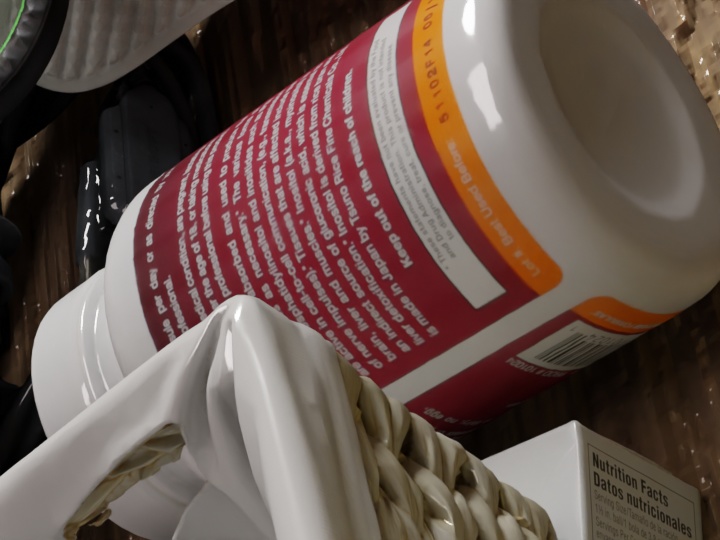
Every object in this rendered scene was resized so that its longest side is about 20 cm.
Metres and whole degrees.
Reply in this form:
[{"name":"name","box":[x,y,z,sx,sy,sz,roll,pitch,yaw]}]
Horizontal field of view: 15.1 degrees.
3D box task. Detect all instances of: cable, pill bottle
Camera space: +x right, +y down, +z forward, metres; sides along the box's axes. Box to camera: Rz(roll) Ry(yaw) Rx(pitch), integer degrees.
[{"name":"cable","box":[-0.112,-0.008,0.981,0.163,0.051,0.201,-47,36,30]},{"name":"pill bottle","box":[0.000,0.000,0.786,0.200,0.113,0.113,-32,46,32]}]

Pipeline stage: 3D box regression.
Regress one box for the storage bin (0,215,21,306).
[{"name":"storage bin","box":[-0.209,0.063,0.902,0.199,0.145,0.135,-16,68,27]}]

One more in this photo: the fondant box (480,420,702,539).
[{"name":"fondant box","box":[0.022,0.158,0.709,0.144,0.058,0.201,-26,49,36]}]

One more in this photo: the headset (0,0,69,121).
[{"name":"headset","box":[-0.188,-0.073,0.903,0.199,0.094,0.124,-31,77,-3]}]

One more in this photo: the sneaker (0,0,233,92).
[{"name":"sneaker","box":[-0.033,-0.137,0.940,0.199,0.076,0.105,-25,22,17]}]

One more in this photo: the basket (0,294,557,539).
[{"name":"basket","box":[-0.014,0.133,0.620,0.135,0.123,0.201,-38,45,25]}]
